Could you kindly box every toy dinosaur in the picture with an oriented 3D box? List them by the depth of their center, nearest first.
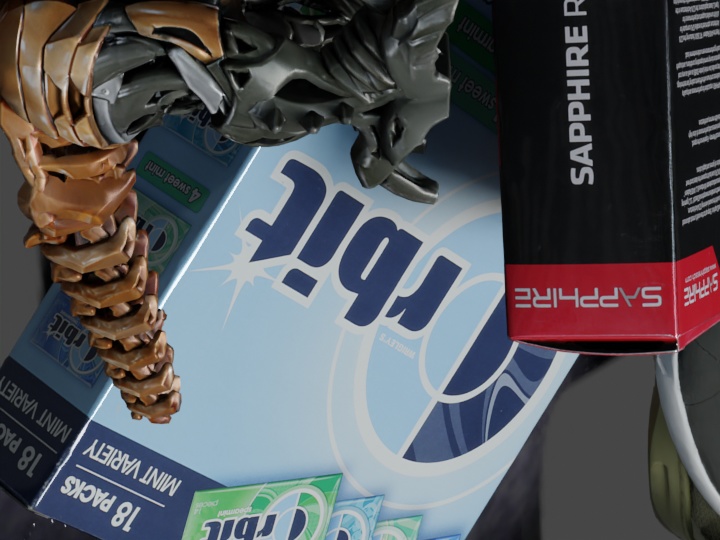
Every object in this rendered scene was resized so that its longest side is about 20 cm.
[{"bbox_3d":[-0.047,-0.066,0.718,0.135,0.102,0.201,1,132,-3],"label":"toy dinosaur"}]

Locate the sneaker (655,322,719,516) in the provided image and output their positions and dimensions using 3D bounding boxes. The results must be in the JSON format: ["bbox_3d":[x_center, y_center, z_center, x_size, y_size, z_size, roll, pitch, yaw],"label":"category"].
[{"bbox_3d":[0.145,0.015,0.878,0.070,0.099,0.201,-16,123,-24],"label":"sneaker"}]

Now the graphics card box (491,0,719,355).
[{"bbox_3d":[0.072,-0.086,0.772,0.125,0.051,0.201,-22,111,-69],"label":"graphics card box"}]

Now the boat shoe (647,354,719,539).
[{"bbox_3d":[0.130,0.021,0.968,0.073,0.063,0.202,-29,131,-29],"label":"boat shoe"}]

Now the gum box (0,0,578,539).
[{"bbox_3d":[0.000,0.000,0.845,0.170,0.044,0.201,31,90,-49],"label":"gum box"}]
